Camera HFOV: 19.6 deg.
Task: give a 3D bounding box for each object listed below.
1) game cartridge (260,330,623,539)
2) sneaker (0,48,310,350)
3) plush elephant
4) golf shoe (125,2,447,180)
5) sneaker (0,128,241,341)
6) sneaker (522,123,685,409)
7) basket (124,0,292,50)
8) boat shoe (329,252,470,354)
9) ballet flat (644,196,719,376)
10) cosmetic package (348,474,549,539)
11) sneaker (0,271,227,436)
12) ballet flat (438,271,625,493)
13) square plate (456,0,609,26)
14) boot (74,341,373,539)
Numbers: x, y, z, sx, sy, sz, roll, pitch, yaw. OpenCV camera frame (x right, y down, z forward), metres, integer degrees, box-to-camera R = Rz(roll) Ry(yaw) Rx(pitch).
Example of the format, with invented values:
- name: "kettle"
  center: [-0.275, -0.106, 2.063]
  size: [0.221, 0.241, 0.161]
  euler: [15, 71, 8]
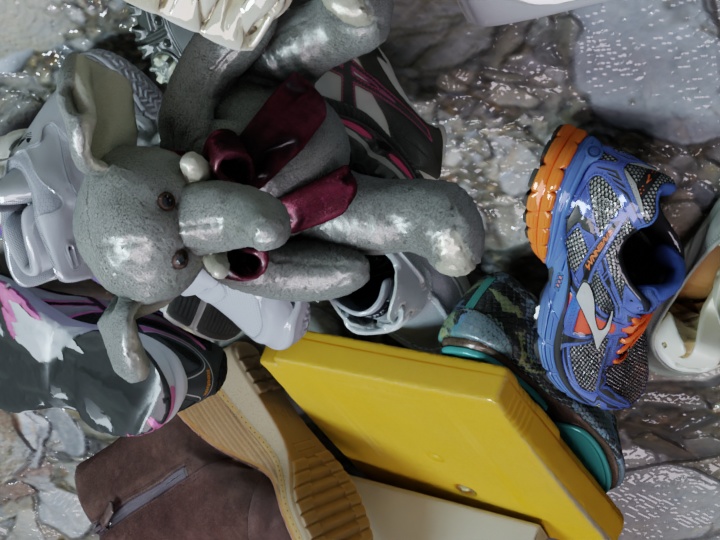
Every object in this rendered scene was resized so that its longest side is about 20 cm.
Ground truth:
- name: "game cartridge"
  center: [0.051, 0.102, 1.281]
  size: [0.176, 0.032, 0.200]
  euler: [9, 152, 34]
- name: "sneaker"
  center: [-0.120, -0.012, 1.128]
  size: [0.200, 0.115, 0.075]
  euler: [52, 155, -18]
- name: "plush elephant"
  center: [-0.067, -0.038, 0.977]
  size: [0.200, 0.155, 0.165]
  euler: [-5, 116, 26]
- name: "golf shoe"
  center: [-0.039, -0.102, 1.081]
  size: [0.200, 0.088, 0.077]
  euler: [47, 134, -8]
- name: "sneaker"
  center: [-0.144, -0.025, 1.204]
  size: [0.200, 0.081, 0.083]
  euler: [31, 162, -30]
- name: "sneaker"
  center: [0.142, 0.011, 1.160]
  size: [0.078, 0.075, 0.200]
  euler: [17, 144, 27]
- name: "basket"
  center: [-0.054, -0.209, 0.879]
  size: [0.135, 0.123, 0.200]
  euler: [23, 125, -18]
- name: "boat shoe"
  center: [0.001, -0.001, 1.193]
  size: [0.070, 0.072, 0.201]
  euler: [-17, 134, 27]
- name: "ballet flat"
  center: [0.202, 0.018, 1.191]
  size: [0.067, 0.064, 0.200]
  euler: [14, 140, -8]
- name: "cosmetic package"
  center: [0.024, 0.187, 1.358]
  size: [0.200, 0.073, 0.104]
  euler: [11, 160, 22]
- name: "sneaker"
  center: [-0.163, 0.050, 1.249]
  size: [0.200, 0.086, 0.080]
  euler: [22, 110, 35]
- name: "ballet flat"
  center: [0.116, 0.067, 1.258]
  size: [0.074, 0.074, 0.200]
  euler: [-13, 143, 23]
- name: "square plate"
  center: [0.114, -0.196, 0.975]
  size: [0.200, 0.028, 0.198]
  euler: [-10, 138, 19]
- name: "boot"
  center: [-0.087, 0.163, 1.319]
  size: [0.166, 0.200, 0.072]
  euler: [-41, 156, 28]
